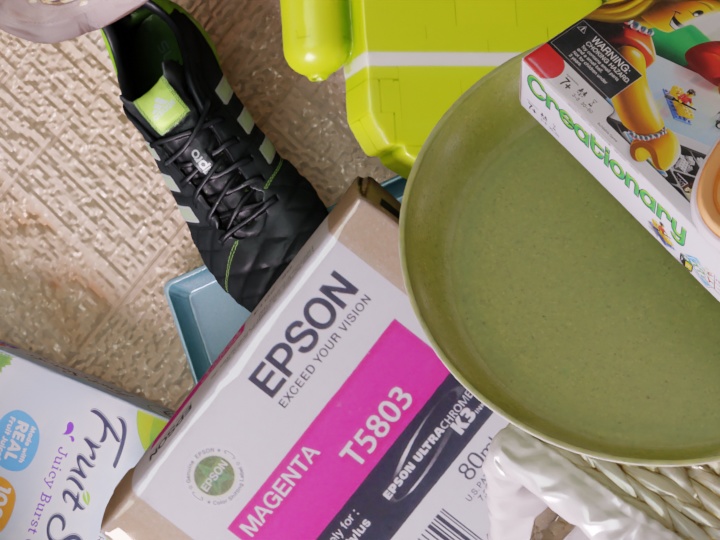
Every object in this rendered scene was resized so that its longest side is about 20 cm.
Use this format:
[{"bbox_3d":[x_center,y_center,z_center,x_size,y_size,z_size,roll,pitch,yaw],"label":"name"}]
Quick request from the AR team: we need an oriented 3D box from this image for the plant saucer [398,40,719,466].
[{"bbox_3d":[0.114,-0.007,0.953,0.199,0.031,0.201,-2,59,3],"label":"plant saucer"}]

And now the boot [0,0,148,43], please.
[{"bbox_3d":[-0.063,-0.166,1.153,0.186,0.200,0.065,-15,104,26],"label":"boot"}]

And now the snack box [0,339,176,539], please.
[{"bbox_3d":[-0.163,0.120,1.234,0.199,0.053,0.143,21,92,22],"label":"snack box"}]

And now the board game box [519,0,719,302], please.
[{"bbox_3d":[0.171,-0.041,0.930,0.126,0.035,0.200,-35,64,-18],"label":"board game box"}]

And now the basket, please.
[{"bbox_3d":[0.175,0.116,1.003,0.200,0.198,0.161,37,71,24],"label":"basket"}]

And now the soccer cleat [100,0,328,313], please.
[{"bbox_3d":[-0.075,-0.056,1.196,0.067,0.081,0.200,-37,63,11],"label":"soccer cleat"}]

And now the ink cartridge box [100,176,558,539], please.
[{"bbox_3d":[0.003,0.086,1.130,0.165,0.075,0.200,37,98,-5],"label":"ink cartridge box"}]

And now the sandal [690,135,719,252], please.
[{"bbox_3d":[0.195,-0.085,0.901,0.079,0.059,0.207,30,63,18],"label":"sandal"}]

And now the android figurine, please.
[{"bbox_3d":[0.051,-0.119,1.135,0.181,0.041,0.201,-3,85,-20],"label":"android figurine"}]

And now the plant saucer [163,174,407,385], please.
[{"bbox_3d":[0.000,0.000,1.205,0.199,0.019,0.070,-25,74,18],"label":"plant saucer"}]
